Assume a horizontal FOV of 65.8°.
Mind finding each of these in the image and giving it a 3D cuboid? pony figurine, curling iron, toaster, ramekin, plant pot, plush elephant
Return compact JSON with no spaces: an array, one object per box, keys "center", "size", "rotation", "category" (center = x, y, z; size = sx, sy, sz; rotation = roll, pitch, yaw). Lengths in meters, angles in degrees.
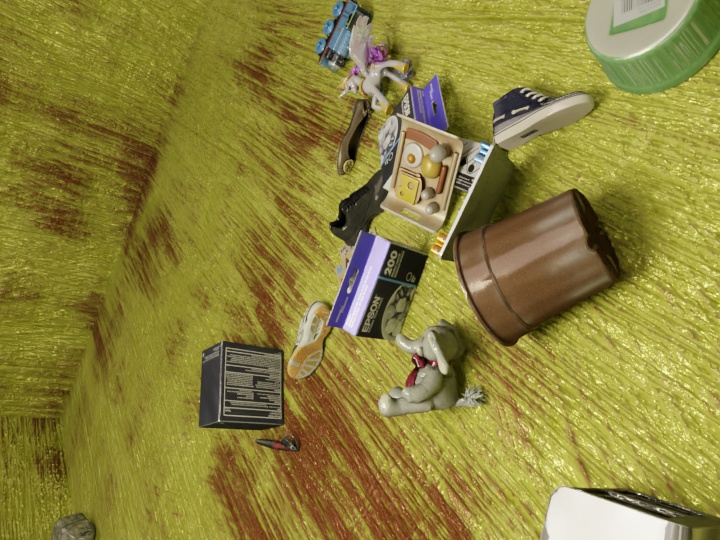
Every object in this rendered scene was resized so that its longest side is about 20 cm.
[{"center":[0.037,-0.490,1.361],"size":[0.198,0.165,0.197],"rotation":[34,107,32],"category":"pony figurine"},{"center":[-0.219,0.446,1.445],"size":[0.198,0.025,0.051],"rotation":[-18,101,51],"category":"curling iron"},{"center":[0.339,0.343,0.673],"size":[0.197,0.178,0.122],"rotation":[1,77,51],"category":"toaster"},{"center":[0.443,-0.387,0.848],"size":[0.198,0.096,0.206],"rotation":[-20,63,46],"category":"ramekin"},{"center":[0.279,-0.012,0.868],"size":[0.196,0.198,0.205],"rotation":[-29,56,33],"category":"plant pot"},{"center":[0.124,0.172,1.018],"size":[0.195,0.164,0.160],"rotation":[-8,84,19],"category":"plush elephant"}]

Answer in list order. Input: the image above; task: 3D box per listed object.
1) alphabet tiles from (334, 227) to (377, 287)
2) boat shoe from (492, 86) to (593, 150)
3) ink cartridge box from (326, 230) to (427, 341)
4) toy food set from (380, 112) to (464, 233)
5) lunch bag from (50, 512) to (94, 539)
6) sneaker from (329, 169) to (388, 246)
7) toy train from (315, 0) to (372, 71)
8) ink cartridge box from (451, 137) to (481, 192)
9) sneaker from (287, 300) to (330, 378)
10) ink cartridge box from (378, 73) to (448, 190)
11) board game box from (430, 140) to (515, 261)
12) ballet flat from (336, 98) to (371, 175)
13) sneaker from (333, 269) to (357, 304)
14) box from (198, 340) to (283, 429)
[{"center":[0.000,0.000,1.341],"size":[0.166,0.006,0.204],"rotation":[-44,48,33],"category":"alphabet tiles"},{"center":[0.315,-0.295,0.994],"size":[0.198,0.073,0.096],"rotation":[-17,73,48],"category":"boat shoe"},{"center":[0.039,0.038,1.126],"size":[0.043,0.197,0.203],"rotation":[26,98,41],"category":"ink cartridge box"},{"center":[0.115,-0.192,1.106],"size":[0.141,0.060,0.204],"rotation":[27,124,25],"category":"toy food set"},{"center":[-1.204,1.160,2.342],"size":[0.165,0.138,0.205],"rotation":[21,97,34],"category":"lunch bag"},{"center":[-0.001,-0.155,1.323],"size":[0.203,0.090,0.076],"rotation":[-58,38,11],"category":"sneaker"},{"center":[-0.052,-0.660,1.563],"size":[0.114,0.085,0.203],"rotation":[47,114,41],"category":"toy train"},{"center":[0.199,-0.219,1.137],"size":[0.199,0.043,0.096],"rotation":[35,104,51],"category":"ink cartridge box"},{"center":[-0.128,0.173,1.406],"size":[0.204,0.074,0.088],"rotation":[-64,25,9],"category":"sneaker"},{"center":[0.109,-0.307,1.219],"size":[0.200,0.043,0.202],"rotation":[-49,31,39],"category":"ink cartridge box"},{"center":[0.202,-0.112,0.980],"size":[0.025,0.199,0.204],"rotation":[28,100,23],"category":"board game box"},{"center":[-0.014,-0.343,1.437],"size":[0.045,0.067,0.205],"rotation":[18,89,19],"category":"ballet flat"},{"center":[-0.013,0.055,1.235],"size":[0.201,0.073,0.117],"rotation":[-78,10,-68],"category":"sneaker"},{"center":[-0.313,0.311,1.471],"size":[0.122,0.197,0.204],"rotation":[-26,58,42],"category":"box"}]
